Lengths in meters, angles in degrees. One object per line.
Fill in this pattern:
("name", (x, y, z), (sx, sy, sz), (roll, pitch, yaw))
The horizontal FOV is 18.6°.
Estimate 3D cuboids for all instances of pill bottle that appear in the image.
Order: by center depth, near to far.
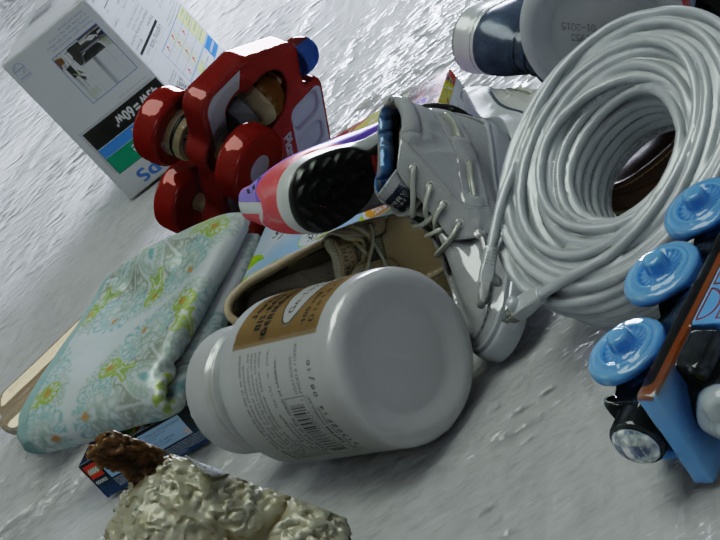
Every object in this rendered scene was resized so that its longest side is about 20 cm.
("pill bottle", (-0.027, 0.067, 1.440), (0.200, 0.114, 0.115), (-15, 32, 54))
("pill bottle", (0.174, -0.201, 1.476), (0.108, 0.109, 0.200), (-30, 21, 30))

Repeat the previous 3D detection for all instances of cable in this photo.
("cable", (0.168, -0.060, 1.324), (0.199, 0.069, 0.201), (-16, 54, 44))

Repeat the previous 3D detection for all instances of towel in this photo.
("towel", (-0.171, 0.050, 1.714), (0.171, 0.048, 0.201), (-22, 33, 43))

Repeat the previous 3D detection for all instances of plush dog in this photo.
("plush dog", (-0.115, 0.201, 1.317), (0.200, 0.160, 0.173), (5, 73, 64))

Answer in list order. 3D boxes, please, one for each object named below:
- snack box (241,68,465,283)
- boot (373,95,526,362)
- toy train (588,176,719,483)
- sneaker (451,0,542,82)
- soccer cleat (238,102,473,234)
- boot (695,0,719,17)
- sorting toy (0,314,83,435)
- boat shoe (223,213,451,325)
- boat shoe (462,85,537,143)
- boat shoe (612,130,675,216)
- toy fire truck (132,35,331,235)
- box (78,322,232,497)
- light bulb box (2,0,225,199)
("snack box", (0.006, -0.048, 1.692), (0.168, 0.068, 0.200), (-29, 25, 29))
("boot", (0.052, -0.030, 1.447), (0.074, 0.095, 0.201), (-54, 29, 38))
("toy train", (0.201, 0.020, 1.159), (0.114, 0.087, 0.200), (-7, 40, 45))
("sneaker", (0.187, -0.182, 1.634), (0.146, 0.077, 0.202), (13, 32, 43))
("soccer cleat", (0.003, -0.073, 1.547), (0.199, 0.069, 0.073), (-23, 16, -40))
("boot", (0.280, -0.232, 1.587), (0.130, 0.068, 0.200), (-37, 27, 0))
("sorting toy", (-0.240, 0.073, 1.914), (0.185, 0.036, 0.200), (-44, 9, -7))
("boat shoe", (0.000, 0.000, 1.536), (0.199, 0.073, 0.065), (-22, -20, 13))
("boat shoe", (0.120, -0.102, 1.598), (0.065, 0.072, 0.200), (-13, 7, -6))
("boat shoe", (0.230, -0.112, 1.401), (0.200, 0.068, 0.072), (-37, 20, 13))
("toy fire truck", (-0.089, -0.111, 1.835), (0.112, 0.201, 0.168), (24, 56, 27))
("box", (-0.135, 0.078, 1.735), (0.136, 0.038, 0.200), (-31, 22, 29))
("light bulb box", (-0.252, -0.219, 2.340), (0.125, 0.200, 0.199), (-35, 20, 22))
